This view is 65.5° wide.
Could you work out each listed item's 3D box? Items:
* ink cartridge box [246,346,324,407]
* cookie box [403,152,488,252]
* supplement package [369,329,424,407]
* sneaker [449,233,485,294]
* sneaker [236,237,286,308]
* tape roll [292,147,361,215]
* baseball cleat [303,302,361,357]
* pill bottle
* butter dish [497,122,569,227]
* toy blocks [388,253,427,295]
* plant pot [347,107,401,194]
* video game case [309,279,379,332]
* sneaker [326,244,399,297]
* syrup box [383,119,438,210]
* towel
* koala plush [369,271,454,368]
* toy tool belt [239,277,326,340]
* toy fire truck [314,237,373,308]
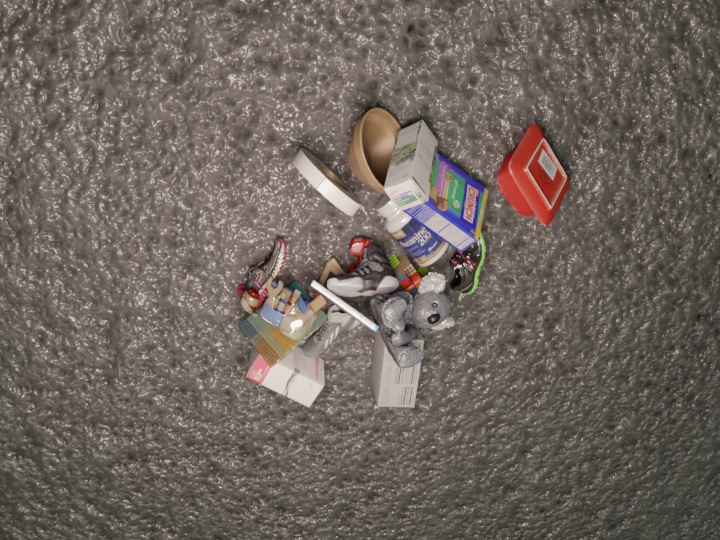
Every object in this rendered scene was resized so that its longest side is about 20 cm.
[{"bbox_3d":[-0.202,0.265,1.528,0.197,0.147,0.084,30,107,-16],"label":"ink cartridge box"},{"bbox_3d":[0.217,-0.177,1.408,0.197,0.175,0.075,32,145,-18],"label":"cookie box"},{"bbox_3d":[0.096,0.247,1.554,0.107,0.156,0.206,3,110,-9],"label":"supplement package"},{"bbox_3d":[0.287,-0.030,1.520,0.081,0.077,0.207,2,109,-12],"label":"sneaker"},{"bbox_3d":[-0.254,0.003,1.463,0.073,0.081,0.203,28,105,-14],"label":"sneaker"},{"bbox_3d":[-0.079,-0.213,1.341,0.202,0.204,0.037,41,101,-19],"label":"tape roll"},{"bbox_3d":[-0.089,0.153,1.534,0.198,0.070,0.107,-38,140,-2],"label":"baseball cleat"},{"bbox_3d":[0.132,-0.116,1.449,0.111,0.111,0.200,-42,109,9],"label":"pill bottle"},{"bbox_3d":[0.418,-0.231,1.433,0.201,0.146,0.201,49,58,-19],"label":"butter dish"},{"bbox_3d":[0.155,0.053,1.500,0.099,0.137,0.201,-36,111,7],"label":"toy blocks"},{"bbox_3d":[0.031,-0.281,1.365,0.091,0.202,0.205,-9,118,39],"label":"plant pot"},{"bbox_3d":[-0.044,0.090,1.419,0.197,0.143,0.018,35,83,-3],"label":"video game case"},{"bbox_3d":[0.000,0.000,1.415,0.194,0.117,0.076,0,156,-25],"label":"sneaker"},{"bbox_3d":[0.122,-0.249,1.323,0.077,0.205,0.081,-16,137,36],"label":"syrup box"},{"bbox_3d":[-0.201,0.136,1.468,0.199,0.022,0.147,-39,76,-22],"label":"towel"},{"bbox_3d":[0.137,0.104,1.384,0.195,0.184,0.182,-24,109,-8],"label":"koala plush"},{"bbox_3d":[-0.192,0.073,1.407,0.197,0.125,0.125,31,100,-3],"label":"toy tool belt"},{"bbox_3d":[-0.046,0.005,1.506,0.136,0.049,0.206,9,108,-8],"label":"toy fire truck"}]
